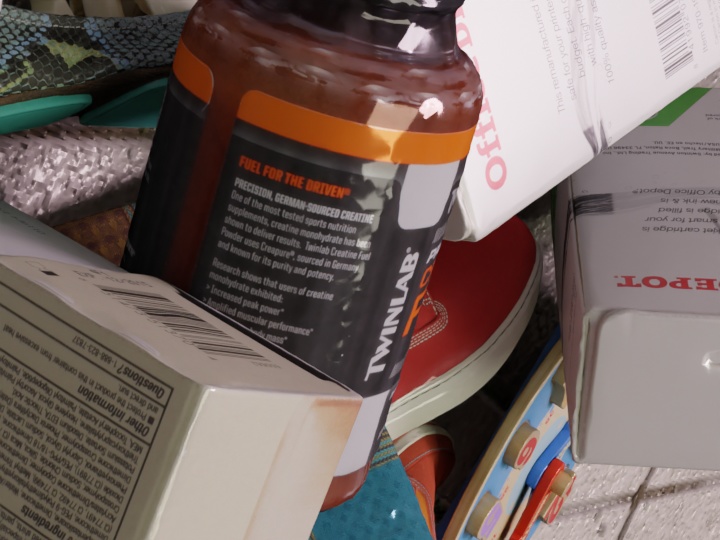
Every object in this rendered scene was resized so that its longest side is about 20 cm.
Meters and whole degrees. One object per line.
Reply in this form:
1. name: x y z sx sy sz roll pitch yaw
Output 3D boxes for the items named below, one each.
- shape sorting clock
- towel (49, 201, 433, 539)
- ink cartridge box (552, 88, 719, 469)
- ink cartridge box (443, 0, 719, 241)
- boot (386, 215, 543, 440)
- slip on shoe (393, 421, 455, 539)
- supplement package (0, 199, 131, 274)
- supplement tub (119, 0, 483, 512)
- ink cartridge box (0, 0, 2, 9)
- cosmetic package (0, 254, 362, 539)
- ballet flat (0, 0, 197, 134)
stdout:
1. shape sorting clock: 0.088 0.099 1.145 0.201 0.039 0.200 -56 167 -20
2. towel: -0.055 0.068 0.854 0.146 0.201 0.022 -18 169 -32
3. ink cartridge box: 0.162 0.000 1.028 0.201 0.145 0.085 -86 178 -57
4. ink cartridge box: 0.065 -0.122 0.935 0.199 0.083 0.146 -34 119 -34
5. boot: 0.000 0.000 0.976 0.200 0.072 0.145 -36 136 -28
6. slip on shoe: 0.007 0.123 1.031 0.074 0.061 0.200 -55 174 21
7. supplement package: -0.177 0.068 0.749 0.109 0.113 0.201 11 103 -56
8. supplement tub: -0.021 -0.026 0.773 0.107 0.107 0.201 -7 121 -50
9. ink cartridge box: -0.174 -0.158 0.564 0.198 0.084 0.146 8 108 -27
10. cosmetic package: -0.091 0.108 0.700 0.087 0.103 0.201 10 106 -56
11. ballet flat: -0.098 -0.082 0.798 0.199 0.074 0.075 -10 120 -51
